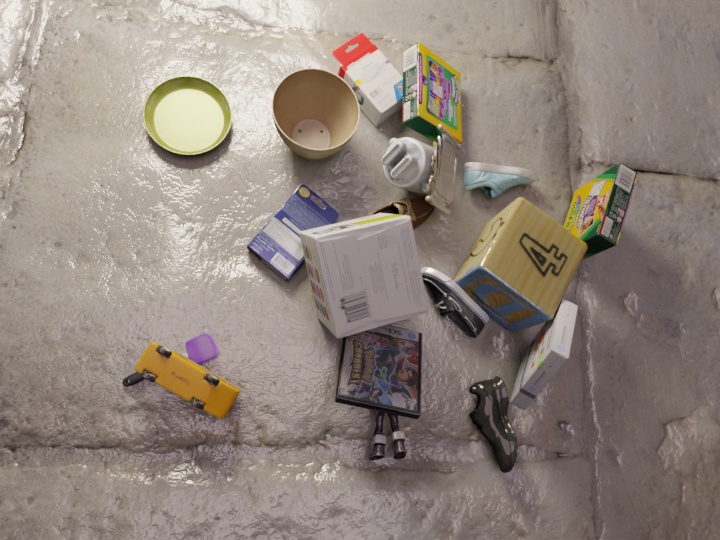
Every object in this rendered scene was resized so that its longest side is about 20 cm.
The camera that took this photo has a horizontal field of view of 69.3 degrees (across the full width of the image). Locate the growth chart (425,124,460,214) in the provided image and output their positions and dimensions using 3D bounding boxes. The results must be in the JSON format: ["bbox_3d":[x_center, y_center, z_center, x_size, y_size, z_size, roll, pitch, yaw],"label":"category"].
[{"bbox_3d":[0.192,-0.232,1.201,0.017,0.144,0.204,2,74,33],"label":"growth chart"}]

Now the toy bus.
[{"bbox_3d":[-0.340,0.217,1.034,0.198,0.078,0.066,33,80,-9],"label":"toy bus"}]

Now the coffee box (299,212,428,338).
[{"bbox_3d":[0.000,0.000,1.086,0.197,0.198,0.203,-14,101,-14],"label":"coffee box"}]

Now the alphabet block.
[{"bbox_3d":[0.356,-0.007,1.189,0.195,0.195,0.201,35,71,-2],"label":"alphabet block"}]

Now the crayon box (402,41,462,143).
[{"bbox_3d":[0.180,-0.431,1.296,0.171,0.058,0.204,16,69,-41],"label":"crayon box"}]

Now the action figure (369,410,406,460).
[{"bbox_3d":[0.053,0.295,1.115,0.128,0.070,0.203,2,60,-4],"label":"action figure"}]

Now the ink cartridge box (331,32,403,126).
[{"bbox_3d":[0.023,-0.482,1.312,0.116,0.067,0.201,-38,86,-18],"label":"ink cartridge box"}]

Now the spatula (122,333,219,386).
[{"bbox_3d":[-0.394,0.190,1.076,0.197,0.021,0.057,-23,85,-15],"label":"spatula"}]

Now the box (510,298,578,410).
[{"bbox_3d":[0.393,0.183,1.116,0.041,0.202,0.157,26,46,9],"label":"box"}]

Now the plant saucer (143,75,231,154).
[{"bbox_3d":[-0.400,-0.357,1.214,0.196,0.031,0.204,3,76,-11],"label":"plant saucer"}]

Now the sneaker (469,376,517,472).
[{"bbox_3d":[0.290,0.342,1.155,0.089,0.076,0.203,-7,70,-3],"label":"sneaker"}]

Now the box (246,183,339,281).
[{"bbox_3d":[-0.150,-0.089,1.192,0.121,0.032,0.201,38,73,0],"label":"box"}]

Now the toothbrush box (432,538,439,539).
[{"bbox_3d":[0.095,0.606,0.999,0.197,0.147,0.087,-12,78,-13],"label":"toothbrush box"}]

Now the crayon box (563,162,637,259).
[{"bbox_3d":[0.569,-0.134,1.266,0.058,0.173,0.202,27,71,-6],"label":"crayon box"}]

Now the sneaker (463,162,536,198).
[{"bbox_3d":[0.349,-0.222,1.318,0.196,0.074,0.084,5,97,-11],"label":"sneaker"}]

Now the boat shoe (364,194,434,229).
[{"bbox_3d":[0.093,-0.129,1.230,0.198,0.074,0.077,-25,81,-16],"label":"boat shoe"}]

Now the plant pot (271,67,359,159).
[{"bbox_3d":[-0.108,-0.341,1.214,0.196,0.135,0.204,3,74,-10],"label":"plant pot"}]

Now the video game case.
[{"bbox_3d":[0.045,0.203,1.119,0.178,0.026,0.202,14,50,-8],"label":"video game case"}]

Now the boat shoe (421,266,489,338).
[{"bbox_3d":[0.206,0.076,1.204,0.200,0.072,0.068,42,70,-6],"label":"boat shoe"}]

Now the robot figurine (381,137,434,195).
[{"bbox_3d":[0.128,-0.244,1.221,0.199,0.112,0.171,0,57,-57],"label":"robot figurine"}]
